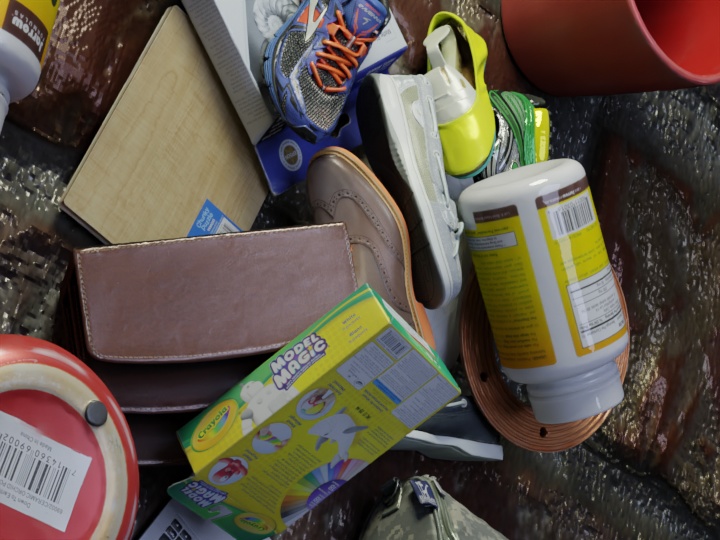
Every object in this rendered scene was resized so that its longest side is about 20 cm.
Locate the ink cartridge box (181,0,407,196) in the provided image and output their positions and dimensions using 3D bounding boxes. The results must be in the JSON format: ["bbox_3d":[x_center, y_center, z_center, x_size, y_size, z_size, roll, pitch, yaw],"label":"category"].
[{"bbox_3d":[-0.044,-0.191,1.352,0.199,0.040,0.202,-36,104,-45],"label":"ink cartridge box"}]

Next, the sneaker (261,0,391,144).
[{"bbox_3d":[-0.019,-0.190,1.291,0.075,0.078,0.202,33,56,-33],"label":"sneaker"}]

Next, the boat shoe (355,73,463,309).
[{"bbox_3d":[0.051,-0.068,1.334,0.064,0.075,0.204,-7,68,-24],"label":"boat shoe"}]

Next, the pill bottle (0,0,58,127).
[{"bbox_3d":[-0.261,-0.192,1.118,0.109,0.109,0.203,25,66,-35],"label":"pill bottle"}]

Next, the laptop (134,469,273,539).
[{"bbox_3d":[-0.085,0.268,1.185,0.188,0.115,0.200,54,52,-20],"label":"laptop"}]

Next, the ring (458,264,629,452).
[{"bbox_3d":[0.159,0.056,1.419,0.198,0.019,0.203,2,87,-36],"label":"ring"}]

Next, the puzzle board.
[{"bbox_3d":[-0.138,-0.085,1.278,0.151,0.017,0.202,42,57,-29],"label":"puzzle board"}]

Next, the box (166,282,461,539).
[{"bbox_3d":[-0.038,0.109,1.154,0.117,0.199,0.049,45,9,-47],"label":"box"}]

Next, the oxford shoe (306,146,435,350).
[{"bbox_3d":[0.000,0.000,1.284,0.073,0.071,0.202,-22,89,-59],"label":"oxford shoe"}]

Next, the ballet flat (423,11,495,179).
[{"bbox_3d":[0.077,-0.159,1.414,0.067,0.066,0.201,55,23,-32],"label":"ballet flat"}]

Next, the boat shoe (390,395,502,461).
[{"bbox_3d":[0.047,0.121,1.366,0.199,0.075,0.061,18,70,-51],"label":"boat shoe"}]

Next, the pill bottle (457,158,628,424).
[{"bbox_3d":[0.155,0.018,1.339,0.109,0.109,0.203,-23,101,-42],"label":"pill bottle"}]

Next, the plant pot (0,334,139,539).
[{"bbox_3d":[-0.252,0.141,1.022,0.199,0.181,0.203,7,78,-39],"label":"plant pot"}]

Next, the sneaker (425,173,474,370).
[{"bbox_3d":[0.036,-0.021,1.381,0.115,0.073,0.203,14,73,-42],"label":"sneaker"}]

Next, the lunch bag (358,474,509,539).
[{"bbox_3d":[0.081,0.279,1.324,0.200,0.139,0.169,38,40,-31],"label":"lunch bag"}]

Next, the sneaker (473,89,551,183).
[{"bbox_3d":[0.123,-0.067,1.477,0.084,0.078,0.203,9,69,-30],"label":"sneaker"}]

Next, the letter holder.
[{"bbox_3d":[-0.103,0.056,1.163,0.197,0.101,0.144,-6,74,-19],"label":"letter holder"}]

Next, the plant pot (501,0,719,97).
[{"bbox_3d":[0.241,-0.254,1.540,0.199,0.176,0.203,10,75,-39],"label":"plant pot"}]

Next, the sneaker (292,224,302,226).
[{"bbox_3d":[-0.055,0.054,1.281,0.076,0.080,0.202,31,61,-31],"label":"sneaker"}]
